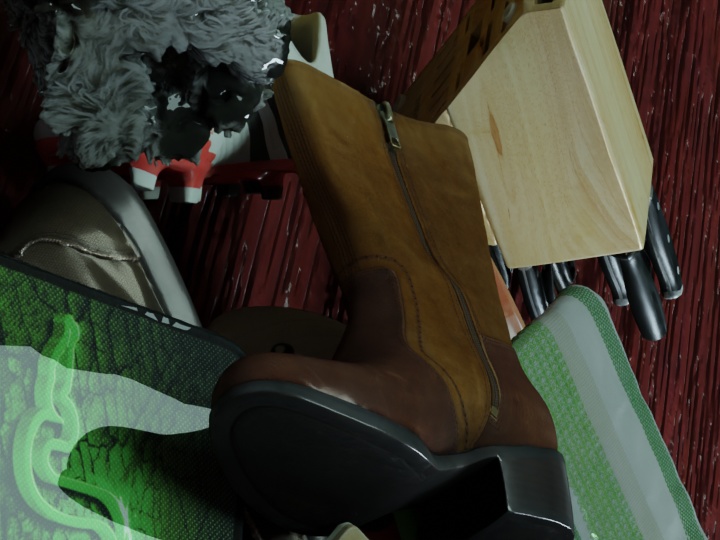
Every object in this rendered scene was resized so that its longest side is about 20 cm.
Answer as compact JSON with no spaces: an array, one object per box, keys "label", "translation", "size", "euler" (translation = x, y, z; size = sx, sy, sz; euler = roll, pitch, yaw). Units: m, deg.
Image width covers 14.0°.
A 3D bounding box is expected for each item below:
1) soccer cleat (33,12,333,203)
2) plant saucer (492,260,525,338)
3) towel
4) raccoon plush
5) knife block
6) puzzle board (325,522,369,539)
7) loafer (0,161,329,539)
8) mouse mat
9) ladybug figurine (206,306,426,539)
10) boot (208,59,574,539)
[{"label":"soccer cleat","translation":[-0.066,-0.070,1.167],"size":[0.200,0.068,0.085],"euler":[-3,95,-61]},{"label":"plant saucer","translation":[0.057,0.065,1.314],"size":[0.200,0.032,0.201],"euler":[-22,90,-78]},{"label":"towel","translation":[0.078,0.105,1.219],"size":[0.200,0.031,0.150],"euler":[-38,106,-56]},{"label":"raccoon plush","translation":[-0.093,-0.132,1.035],"size":[0.134,0.097,0.200],"euler":[-116,-176,-45]},{"label":"knife block","translation":[0.108,-0.050,1.379],"size":[0.175,0.200,0.064],"euler":[24,44,-15]},{"label":"puzzle board","translation":[-0.001,0.207,1.088],"size":[0.151,0.017,0.200],"euler":[-49,125,-13]},{"label":"loafer","translation":[-0.083,0.061,1.083],"size":[0.071,0.073,0.200],"euler":[-34,95,-41]},{"label":"mouse mat","translation":[-0.107,0.093,0.995],"size":[0.161,0.008,0.201],"euler":[21,61,-32]},{"label":"ladybug figurine","translation":[0.001,0.102,1.188],"size":[0.200,0.072,0.136],"euler":[64,28,-12]},{"label":"boot","translation":[0.000,0.000,1.102],"size":[0.188,0.068,0.200],"euler":[16,50,-41]}]
